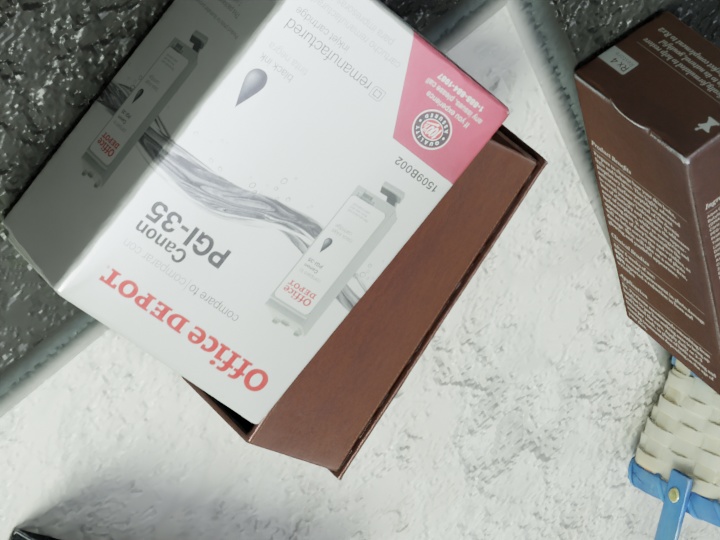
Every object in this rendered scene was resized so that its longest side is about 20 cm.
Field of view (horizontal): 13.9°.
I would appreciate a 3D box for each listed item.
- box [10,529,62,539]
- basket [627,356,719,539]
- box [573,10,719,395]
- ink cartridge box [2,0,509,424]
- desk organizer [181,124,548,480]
[{"bbox_3d":[-0.115,0.254,1.560,0.199,0.104,0.183,19,93,-47],"label":"box"},{"bbox_3d":[0.244,0.140,1.782,0.176,0.139,0.201,-5,114,-39],"label":"basket"},{"bbox_3d":[0.187,-0.034,1.632,0.075,0.100,0.201,-35,138,-14],"label":"box"},{"bbox_3d":[-0.050,-0.048,1.409,0.146,0.083,0.200,35,95,-35],"label":"ink cartridge box"},{"bbox_3d":[0.000,0.000,1.516,0.077,0.072,0.201,21,105,-48],"label":"desk organizer"}]
